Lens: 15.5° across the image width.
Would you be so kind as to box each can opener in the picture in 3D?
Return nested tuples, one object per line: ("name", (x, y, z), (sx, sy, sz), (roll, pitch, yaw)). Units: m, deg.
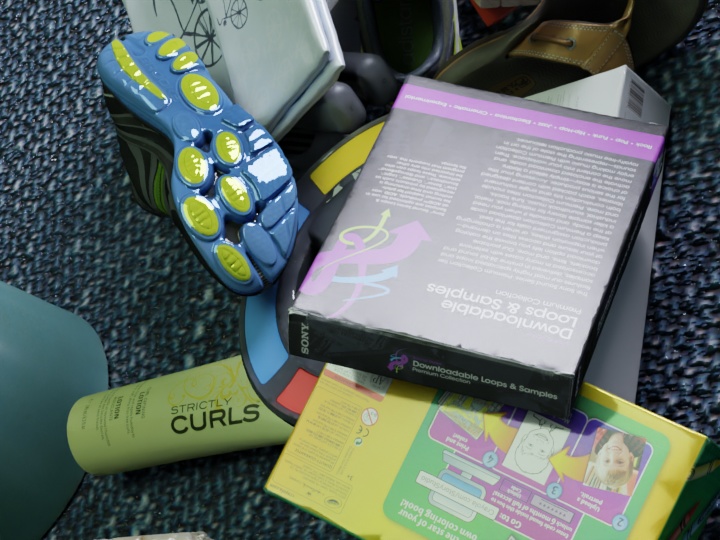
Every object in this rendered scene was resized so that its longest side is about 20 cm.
("can opener", (-0.055, -0.123, 1.569), (0.053, 0.067, 0.200), (-42, 25, -19))

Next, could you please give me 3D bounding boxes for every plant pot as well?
("plant pot", (-0.288, 0.081, 1.687), (0.201, 0.161, 0.201), (-27, 46, 32))

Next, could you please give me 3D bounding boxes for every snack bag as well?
("snack bag", (-0.084, -0.148, 1.561), (0.200, 0.021, 0.189), (-45, 55, 48))

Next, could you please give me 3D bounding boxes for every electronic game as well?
("electronic game", (0.014, -0.002, 1.430), (0.200, 0.042, 0.200), (-23, 49, 29))

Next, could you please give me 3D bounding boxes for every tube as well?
("tube", (-0.086, 0.080, 1.566), (0.200, 0.052, 0.058), (-13, 94, 35))

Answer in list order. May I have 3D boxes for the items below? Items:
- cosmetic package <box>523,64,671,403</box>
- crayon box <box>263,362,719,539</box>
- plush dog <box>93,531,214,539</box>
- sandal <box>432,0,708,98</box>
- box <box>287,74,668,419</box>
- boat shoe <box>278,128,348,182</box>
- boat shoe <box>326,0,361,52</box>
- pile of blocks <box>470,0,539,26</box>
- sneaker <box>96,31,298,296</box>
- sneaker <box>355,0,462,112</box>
("cosmetic package", (0.111, -0.006, 1.412), (0.083, 0.051, 0.200), (-13, 54, 38))
("crayon box", (0.067, 0.100, 1.301), (0.200, 0.058, 0.119), (25, 87, 24))
("plush dog", (-0.171, 0.238, 1.480), (0.200, 0.160, 0.172), (-9, 83, 45))
("sandal", (0.113, -0.119, 1.466), (0.200, 0.082, 0.055), (-31, 32, 33))
("box", (0.061, -0.016, 1.318), (0.143, 0.036, 0.200), (13, 41, 13))
("boat shoe", (-0.065, -0.081, 1.644), (0.200, 0.067, 0.074), (2, 64, 48))
("boat shoe", (0.015, -0.195, 1.646), (0.200, 0.072, 0.066), (-55, 37, 9))
("pile of blocks", (0.041, -0.180, 1.479), (0.200, 0.082, 0.062), (29, 126, 41))
("sneaker", (-0.090, -0.056, 1.509), (0.071, 0.083, 0.200), (-22, 49, -16))
("sneaker", (0.025, -0.190, 1.554), (0.074, 0.081, 0.200), (-10, 88, 2))
